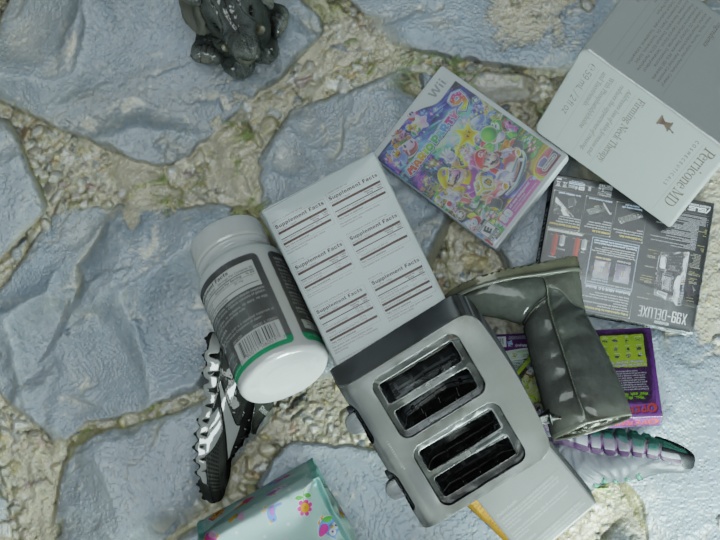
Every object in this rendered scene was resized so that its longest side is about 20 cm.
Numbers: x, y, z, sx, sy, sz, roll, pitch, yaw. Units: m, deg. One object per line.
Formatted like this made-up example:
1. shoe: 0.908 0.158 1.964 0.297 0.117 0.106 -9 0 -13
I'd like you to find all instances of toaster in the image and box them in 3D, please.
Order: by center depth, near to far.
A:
1. toaster: 0.091 0.141 1.371 0.198 0.119 0.182 -31 99 3

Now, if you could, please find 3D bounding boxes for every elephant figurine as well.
1. elephant figurine: -0.152 -0.314 1.557 0.153 0.200 0.143 26 86 5

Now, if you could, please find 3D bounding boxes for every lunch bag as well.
1. lunch bag: -0.077 0.351 1.532 0.169 0.122 0.202 -27 95 -4

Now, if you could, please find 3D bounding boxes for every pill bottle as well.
1. pill bottle: -0.123 0.042 1.541 0.112 0.113 0.202 -25 62 0

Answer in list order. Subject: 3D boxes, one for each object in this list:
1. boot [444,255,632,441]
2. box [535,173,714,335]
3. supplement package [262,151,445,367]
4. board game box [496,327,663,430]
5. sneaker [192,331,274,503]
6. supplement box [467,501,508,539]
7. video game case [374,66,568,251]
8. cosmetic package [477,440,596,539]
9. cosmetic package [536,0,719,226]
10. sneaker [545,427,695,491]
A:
1. boot: 0.201 0.096 1.512 0.179 0.073 0.203 -13 79 4
2. box: 0.313 -0.019 1.585 0.197 0.050 0.160 10 85 3
3. supplement package: 0.000 0.000 1.525 0.146 0.191 0.202 -26 83 0
4. board game box: 0.250 0.129 1.555 0.196 0.033 0.121 -2 52 5
5. sneaker: -0.150 0.177 1.576 0.089 0.066 0.204 4 82 5
6. supplement box: 0.147 0.255 1.557 0.199 0.067 0.069 41 87 6
7. video game case: 0.131 -0.137 1.597 0.199 0.018 0.144 38 88 20
8. cosmetic package: 0.162 0.211 1.480 0.106 0.090 0.201 -38 84 5
9. cosmetic package: 0.343 -0.200 1.518 0.199 0.168 0.167 36 60 7
10. sneaker: 0.291 0.232 1.559 0.197 0.074 0.089 9 95 14
